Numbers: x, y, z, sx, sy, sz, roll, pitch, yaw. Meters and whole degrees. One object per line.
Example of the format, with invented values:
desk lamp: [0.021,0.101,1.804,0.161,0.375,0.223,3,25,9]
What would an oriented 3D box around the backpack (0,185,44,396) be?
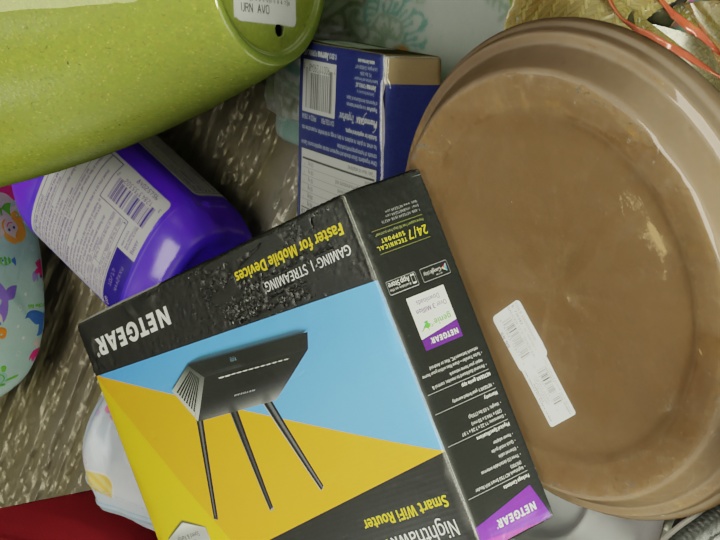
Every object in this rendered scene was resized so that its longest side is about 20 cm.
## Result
backpack: [-0.277,0.005,1.280,0.199,0.150,0.179,-14,83,36]

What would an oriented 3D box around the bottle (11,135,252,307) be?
bottle: [-0.144,-0.047,1.206,0.200,0.065,0.084,41,115,31]

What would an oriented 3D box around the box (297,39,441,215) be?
box: [0.000,0.000,1.015,0.121,0.032,0.202,-155,66,-69]

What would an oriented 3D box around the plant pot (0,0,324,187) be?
plant pot: [-0.122,-0.135,1.065,0.199,0.187,0.189,-2,92,33]

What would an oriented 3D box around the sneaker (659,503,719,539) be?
sneaker: [0.196,0.079,0.919,0.199,0.116,0.076,-31,90,3]

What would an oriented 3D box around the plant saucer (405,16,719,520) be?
plant saucer: [0.083,0.004,0.864,0.199,0.029,0.202,21,121,41]

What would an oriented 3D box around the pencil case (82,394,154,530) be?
pencil case: [-0.050,0.114,1.125,0.199,0.083,0.091,26,87,38]

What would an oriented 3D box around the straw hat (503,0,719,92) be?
straw hat: [0.144,-0.070,0.935,0.199,0.085,0.203,0,103,1]

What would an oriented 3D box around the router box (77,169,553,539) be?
router box: [-0.025,0.060,0.943,0.199,0.051,0.150,-24,87,48]

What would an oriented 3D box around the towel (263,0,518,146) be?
towel: [0.040,-0.127,1.052,0.199,0.048,0.173,20,107,38]

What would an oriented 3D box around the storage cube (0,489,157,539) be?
storage cube: [-0.138,0.231,1.148,0.170,0.179,0.202,25,110,37]

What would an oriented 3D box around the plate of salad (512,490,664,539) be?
plate of salad: [0.074,0.049,1.017,0.200,0.048,0.201,40,145,36]
